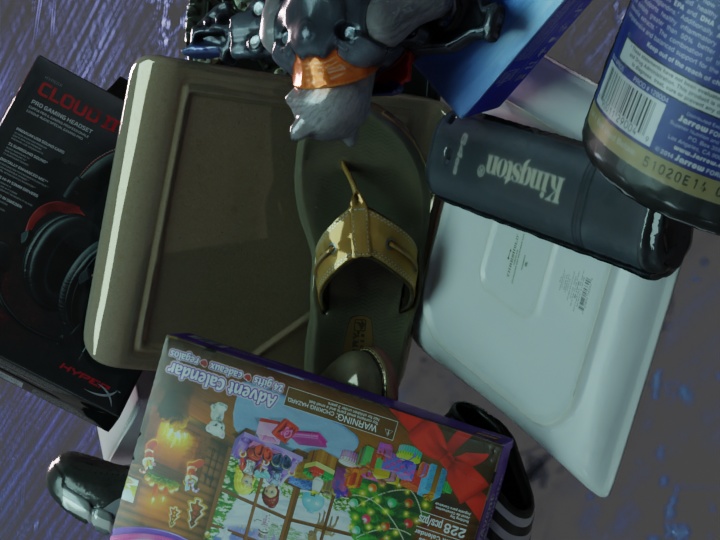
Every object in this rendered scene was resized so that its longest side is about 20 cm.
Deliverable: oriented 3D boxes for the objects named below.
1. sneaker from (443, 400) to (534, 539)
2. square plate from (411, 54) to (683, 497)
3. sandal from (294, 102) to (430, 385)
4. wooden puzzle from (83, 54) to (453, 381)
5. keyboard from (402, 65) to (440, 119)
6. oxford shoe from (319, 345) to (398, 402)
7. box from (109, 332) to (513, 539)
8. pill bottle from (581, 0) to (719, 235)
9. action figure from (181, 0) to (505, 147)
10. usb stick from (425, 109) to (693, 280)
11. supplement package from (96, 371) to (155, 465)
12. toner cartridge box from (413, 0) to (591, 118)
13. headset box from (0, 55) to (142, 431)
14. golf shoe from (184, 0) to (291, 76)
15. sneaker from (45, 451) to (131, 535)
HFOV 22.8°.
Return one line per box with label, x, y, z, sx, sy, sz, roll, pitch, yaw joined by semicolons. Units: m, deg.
sneaker;0.034;0.120;1.047;0.200;0.075;0.116;30;106;45
square plate;0.096;-0.009;0.978;0.198;0.028;0.201;39;122;51
sandal;0.000;0.000;1.030;0.054;0.080;0.201;-94;6;-70
wooden puzzle;-0.054;-0.025;1.063;0.037;0.199;0.186;-132;52;-67
keyboard;0.004;-0.188;1.122;0.200;0.020;0.128;47;143;46
oxford shoe;-0.049;0.125;1.025;0.201;0.074;0.071;-58;41;17
box;-0.030;0.128;0.975;0.199;0.039;0.138;17;93;14
pill bottle;0.178;-0.124;0.776;0.112;0.111;0.201;49;129;46
action figure;-0.036;-0.158;0.922;0.199;0.104;0.195;-9;87;32
usb stick;0.098;-0.043;0.920;0.200;0.032;0.056;25;111;55
supplement package;-0.131;0.018;1.236;0.117;0.116;0.201;127;134;-55
toner cartridge box;0.090;-0.182;0.918;0.095;0.043;0.200;49;123;13
headset box;-0.174;-0.025;1.110;0.201;0.148;0.075;-64;7;-17
golf shoe;-0.072;-0.094;1.178;0.201;0.077;0.088;70;157;9
sneaker;-0.098;0.130;1.167;0.075;0.199;0.116;-71;3;-76
